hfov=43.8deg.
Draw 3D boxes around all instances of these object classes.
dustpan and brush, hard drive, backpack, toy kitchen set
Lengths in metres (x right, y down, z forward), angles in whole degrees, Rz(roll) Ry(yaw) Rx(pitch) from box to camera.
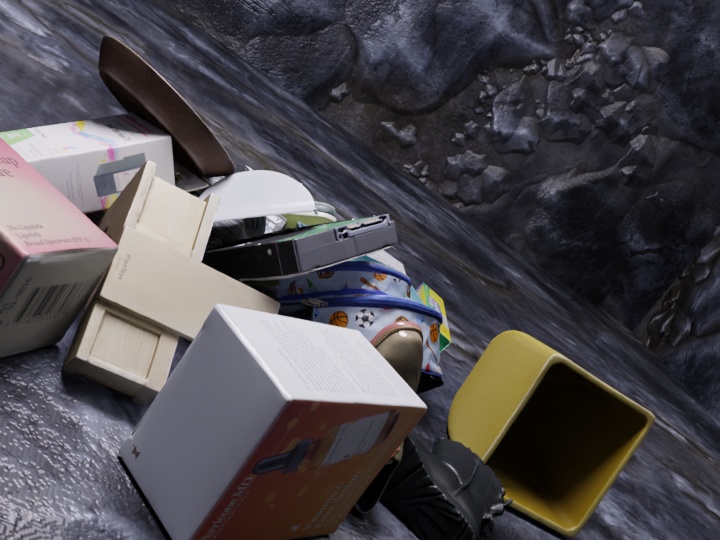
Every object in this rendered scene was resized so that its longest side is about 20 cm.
[{"bbox_3d":[-0.120,-0.081,1.005,0.137,0.058,0.201,-6,31,-4],"label":"dustpan and brush"},{"bbox_3d":[-0.076,-0.020,0.925,0.138,0.039,0.198,-18,8,-43],"label":"hard drive"},{"bbox_3d":[-0.004,0.072,0.969,0.188,0.157,0.199,3,-5,31],"label":"backpack"},{"bbox_3d":[-0.191,0.047,0.862,0.162,0.180,0.203,27,56,-24],"label":"toy kitchen set"}]

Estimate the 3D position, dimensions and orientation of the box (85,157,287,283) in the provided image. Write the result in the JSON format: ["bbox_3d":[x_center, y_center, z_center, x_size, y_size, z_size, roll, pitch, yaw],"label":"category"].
[{"bbox_3d":[-0.204,-0.057,1.040,0.198,0.049,0.162,34,43,-1],"label":"box"}]

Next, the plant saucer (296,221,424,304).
[{"bbox_3d":[0.000,0.000,1.088,0.198,0.019,0.070,24,25,-43],"label":"plant saucer"}]

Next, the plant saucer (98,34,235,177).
[{"bbox_3d":[-0.220,-0.170,0.987,0.200,0.035,0.200,43,-10,10],"label":"plant saucer"}]

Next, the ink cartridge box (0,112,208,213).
[{"bbox_3d":[-0.271,-0.115,0.941,0.197,0.068,0.117,-16,29,-32],"label":"ink cartridge box"}]

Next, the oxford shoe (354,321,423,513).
[{"bbox_3d":[0.026,0.142,0.848,0.069,0.203,0.075,0,33,-22],"label":"oxford shoe"}]

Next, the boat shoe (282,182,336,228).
[{"bbox_3d":[-0.107,-0.096,1.226,0.198,0.063,0.072,8,-14,42],"label":"boat shoe"}]

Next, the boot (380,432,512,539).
[{"bbox_3d":[0.078,0.217,0.984,0.199,0.073,0.162,48,18,11],"label":"boot"}]

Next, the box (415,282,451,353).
[{"bbox_3d":[0.068,0.100,1.236,0.048,0.118,0.200,40,13,-12],"label":"box"}]

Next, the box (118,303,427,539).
[{"bbox_3d":[-0.066,0.130,0.734,0.106,0.153,0.199,45,17,31],"label":"box"}]

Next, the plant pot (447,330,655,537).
[{"bbox_3d":[0.230,0.197,1.215,0.193,0.197,0.200,31,6,-23],"label":"plant pot"}]

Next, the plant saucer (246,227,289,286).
[{"bbox_3d":[-0.110,-0.017,1.169,0.196,0.032,0.200,-2,16,0],"label":"plant saucer"}]

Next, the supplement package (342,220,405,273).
[{"bbox_3d":[-0.008,0.039,1.232,0.119,0.122,0.200,35,13,-16],"label":"supplement package"}]

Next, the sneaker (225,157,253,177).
[{"bbox_3d":[-0.238,-0.145,1.185,0.197,0.077,0.114,12,-16,21],"label":"sneaker"}]

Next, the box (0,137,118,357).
[{"bbox_3d":[-0.320,-0.036,0.723,0.199,0.110,0.128,40,15,11],"label":"box"}]
